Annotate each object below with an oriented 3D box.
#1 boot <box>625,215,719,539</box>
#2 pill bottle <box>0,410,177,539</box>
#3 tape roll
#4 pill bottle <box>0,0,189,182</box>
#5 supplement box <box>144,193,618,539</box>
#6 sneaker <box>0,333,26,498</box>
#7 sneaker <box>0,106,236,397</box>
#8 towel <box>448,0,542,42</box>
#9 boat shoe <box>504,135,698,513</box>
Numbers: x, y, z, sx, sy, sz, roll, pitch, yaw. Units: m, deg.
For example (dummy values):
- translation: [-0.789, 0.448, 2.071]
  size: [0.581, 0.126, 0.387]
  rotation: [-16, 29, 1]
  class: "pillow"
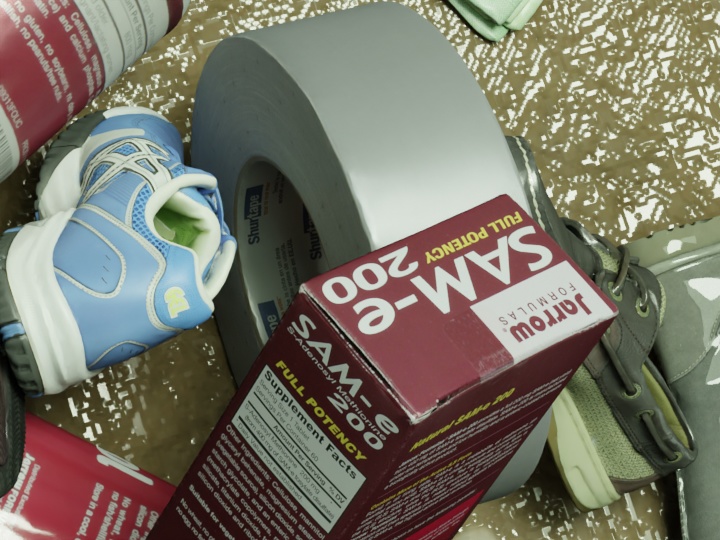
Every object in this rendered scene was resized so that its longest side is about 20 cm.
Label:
- translation: [0.208, 0.068, 1.121]
  size: [0.181, 0.073, 0.201]
  rotation: [-16, 77, -8]
  class: "boot"
- translation: [-0.099, 0.131, 0.978]
  size: [0.200, 0.113, 0.113]
  rotation: [28, 71, -12]
  class: "pill bottle"
- translation: [0.000, 0.000, 0.993]
  size: [0.066, 0.200, 0.201]
  rotation: [-14, 84, -20]
  class: "tape roll"
- translation: [-0.140, -0.114, 1.015]
  size: [0.114, 0.114, 0.200]
  rotation: [47, 68, -5]
  class: "pill bottle"
- translation: [-0.008, 0.073, 0.854]
  size: [0.061, 0.200, 0.109]
  rotation: [48, 42, 17]
  class: "supplement box"
- translation: [-0.196, -0.002, 0.908]
  size: [0.115, 0.076, 0.201]
  rotation: [-18, 88, 7]
  class: "sneaker"
- translation: [-0.083, -0.011, 0.983]
  size: [0.077, 0.200, 0.076]
  rotation: [-13, 114, 9]
  class: "sneaker"
- translation: [0.064, -0.222, 1.159]
  size: [0.152, 0.023, 0.200]
  rotation: [40, 70, -7]
  class: "towel"
- translation: [0.090, 0.016, 1.030]
  size: [0.066, 0.201, 0.072]
  rotation: [-19, 41, 4]
  class: "boat shoe"
